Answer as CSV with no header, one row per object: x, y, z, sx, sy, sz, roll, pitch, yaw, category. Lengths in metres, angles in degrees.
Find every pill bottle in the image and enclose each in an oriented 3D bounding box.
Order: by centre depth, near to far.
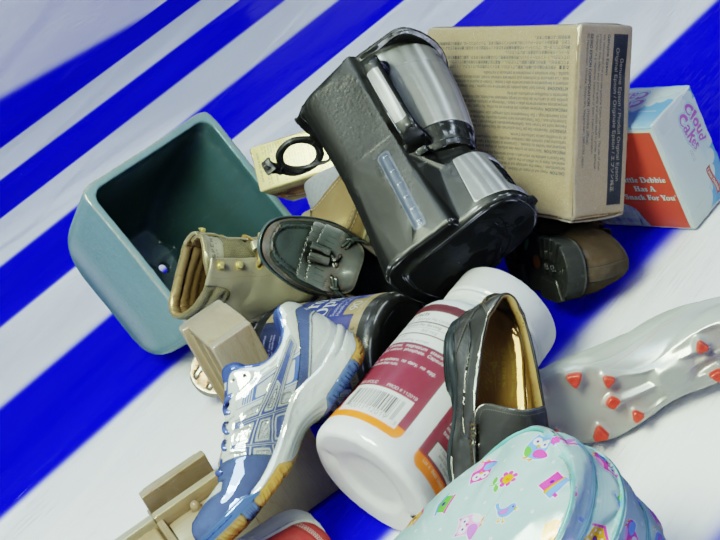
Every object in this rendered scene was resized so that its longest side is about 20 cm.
0.065,0.097,0.930,0.113,0.115,0.200,3,42,49,pill bottle
-0.034,0.084,1.063,0.198,0.113,0.112,-8,34,39,pill bottle

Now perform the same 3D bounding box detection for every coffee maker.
0.036,-0.074,1.024,0.192,0.134,0.201,-48,54,35,coffee maker

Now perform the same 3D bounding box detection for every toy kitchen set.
-0.162,0.151,1.002,0.199,0.182,0.163,-34,25,-16,toy kitchen set

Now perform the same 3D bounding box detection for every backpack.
0.089,0.195,0.698,0.200,0.127,0.167,-41,30,8,backpack

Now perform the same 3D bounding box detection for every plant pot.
-0.217,-0.019,1.340,0.196,0.196,0.200,-41,1,-38,plant pot

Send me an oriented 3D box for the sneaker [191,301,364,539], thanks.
-0.082,0.118,0.903,0.201,0.088,0.075,-56,1,-17,sneaker

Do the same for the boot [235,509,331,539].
-0.092,0.270,0.851,0.199,0.073,0.144,-32,27,-10,boot

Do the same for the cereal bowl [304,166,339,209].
0.043,-0.078,1.252,0.198,0.084,0.200,-15,-5,-1,cereal bowl

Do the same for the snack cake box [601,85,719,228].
0.234,-0.107,1.106,0.067,0.116,0.199,-44,29,-26,snack cake box

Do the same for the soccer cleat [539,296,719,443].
0.209,0.075,0.881,0.198,0.070,0.078,-23,11,14,soccer cleat

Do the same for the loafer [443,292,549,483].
0.100,0.112,0.822,0.072,0.072,0.202,-3,64,-16,loafer

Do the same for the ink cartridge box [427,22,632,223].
0.146,-0.138,1.059,0.074,0.167,0.199,-8,13,-37,ink cartridge box

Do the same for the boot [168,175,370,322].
-0.084,-0.023,1.121,0.201,0.154,0.073,-55,44,25,boot

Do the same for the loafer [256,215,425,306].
0.000,0.000,1.083,0.063,0.199,0.073,3,72,58,loafer

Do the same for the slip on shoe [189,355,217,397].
-0.102,0.060,1.244,0.201,0.076,0.061,-51,-8,-20,slip on shoe

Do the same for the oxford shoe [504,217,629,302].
0.185,-0.019,1.079,0.083,0.074,0.200,-10,20,-13,oxford shoe

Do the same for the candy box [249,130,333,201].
-0.009,-0.133,1.295,0.198,0.056,0.115,-17,-5,14,candy box
